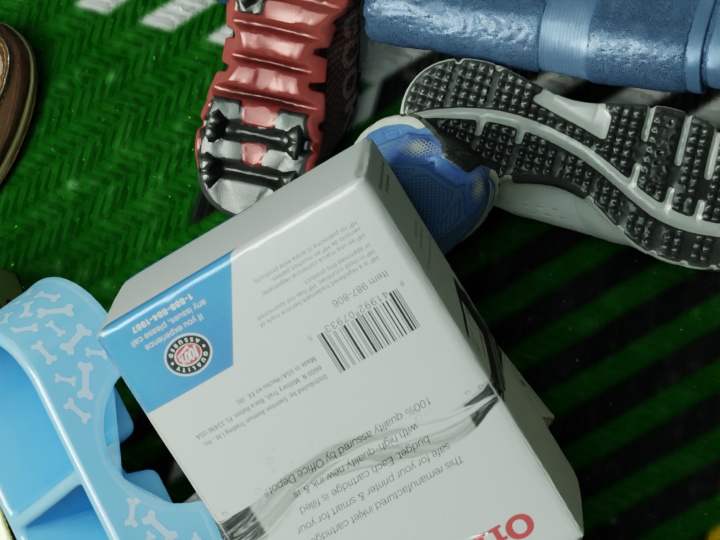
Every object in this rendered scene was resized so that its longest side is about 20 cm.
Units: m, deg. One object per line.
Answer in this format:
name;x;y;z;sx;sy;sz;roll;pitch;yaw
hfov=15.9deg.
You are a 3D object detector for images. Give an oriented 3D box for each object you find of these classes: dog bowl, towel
dog bowl;-0.134;0.103;1.249;0.111;0.049;0.201;-37;77;54
towel;0.107;-0.142;1.313;0.198;0.049;0.112;11;51;16

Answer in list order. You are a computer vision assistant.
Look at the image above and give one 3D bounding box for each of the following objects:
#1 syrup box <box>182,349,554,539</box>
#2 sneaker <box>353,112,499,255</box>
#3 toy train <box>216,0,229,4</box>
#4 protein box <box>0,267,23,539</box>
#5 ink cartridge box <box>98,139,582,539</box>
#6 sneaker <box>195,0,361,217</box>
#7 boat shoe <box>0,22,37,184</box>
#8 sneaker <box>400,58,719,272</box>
syrup box;-0.006;0.108;1.319;0.200;0.081;0.079;-41;76;10
sneaker;0.000;0.000;1.284;0.078;0.090;0.200;32;137;-11
toy train;-0.097;-0.240;1.396;0.114;0.087;0.200;-45;72;14
protein box;-0.262;0.120;1.372;0.199;0.135;0.200;-25;76;13
ink cartridge box;-0.006;0.066;1.203;0.144;0.084;0.201;-29;103;11
sneaker;-0.033;-0.126;1.345;0.070;0.098;0.202;15;98;10
boat shoe;-0.252;-0.052;1.427;0.072;0.068;0.201;38;95;19
sneaker;0.117;-0.053;1.313;0.199;0.080;0.074;22;81;3
